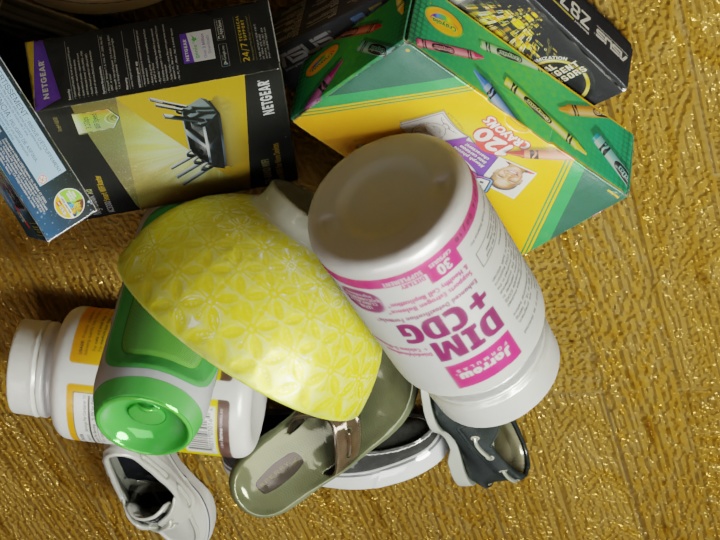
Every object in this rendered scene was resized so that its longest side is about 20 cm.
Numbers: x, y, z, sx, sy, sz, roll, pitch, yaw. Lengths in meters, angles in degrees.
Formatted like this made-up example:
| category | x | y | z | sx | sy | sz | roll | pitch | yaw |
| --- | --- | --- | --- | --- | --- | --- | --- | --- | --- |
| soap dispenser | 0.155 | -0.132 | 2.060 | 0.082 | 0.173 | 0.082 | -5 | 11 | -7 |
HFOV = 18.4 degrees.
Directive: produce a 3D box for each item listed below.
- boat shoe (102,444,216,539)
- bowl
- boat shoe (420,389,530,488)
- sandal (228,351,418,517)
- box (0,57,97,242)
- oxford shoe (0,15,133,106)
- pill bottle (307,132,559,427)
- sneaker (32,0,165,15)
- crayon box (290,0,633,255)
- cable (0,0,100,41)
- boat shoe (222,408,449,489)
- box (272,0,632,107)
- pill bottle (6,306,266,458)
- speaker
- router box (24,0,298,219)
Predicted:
| category | x | y | z | sx | sy | sz | roll | pitch | yaw |
| --- | --- | --- | --- | --- | --- | --- | --- | --- | --- |
| boat shoe | -0.185 | 0.197 | 1.964 | 0.074 | 0.065 | 0.200 | -7 | 138 | 20 |
| bowl | -0.056 | 0.003 | 1.531 | 0.200 | 0.200 | 0.108 | 29 | 102 | -21 |
| boat shoe | 0.092 | 0.111 | 1.793 | 0.060 | 0.076 | 0.200 | -2 | 152 | 16 |
| sandal | -0.027 | 0.132 | 1.795 | 0.080 | 0.057 | 0.201 | 43 | 105 | -1 |
| box | -0.229 | -0.086 | 1.430 | 0.137 | 0.038 | 0.200 | 58 | 171 | -8 |
| oxford shoe | -0.204 | -0.136 | 1.572 | 0.200 | 0.073 | 0.084 | 4 | 167 | 2 |
| pill bottle | 0.055 | 0.012 | 1.475 | 0.113 | 0.113 | 0.200 | -10 | 140 | 24 |
| sneaker | -0.206 | -0.243 | 1.419 | 0.202 | 0.077 | 0.146 | 11 | 144 | 1 |
| crayon box | 0.069 | -0.095 | 1.472 | 0.200 | 0.058 | 0.119 | 32 | 139 | -26 |
| cable | -0.246 | -0.184 | 1.431 | 0.200 | 0.050 | 0.097 | 13 | 158 | -5 |
| boat shoe | -0.027 | 0.136 | 1.857 | 0.200 | 0.070 | 0.066 | -3 | 131 | 21 |
| box | 0.057 | -0.147 | 1.497 | 0.200 | 0.049 | 0.161 | -22 | 129 | 37 |
| pill bottle | -0.179 | 0.088 | 1.793 | 0.200 | 0.109 | 0.109 | 6 | 141 | 6 |
| speaker | -0.139 | 0.035 | 1.646 | 0.088 | 0.200 | 0.088 | 7 | 141 | 5 |
| router box | -0.127 | -0.103 | 1.473 | 0.157 | 0.052 | 0.200 | -11 | 161 | -1 |
